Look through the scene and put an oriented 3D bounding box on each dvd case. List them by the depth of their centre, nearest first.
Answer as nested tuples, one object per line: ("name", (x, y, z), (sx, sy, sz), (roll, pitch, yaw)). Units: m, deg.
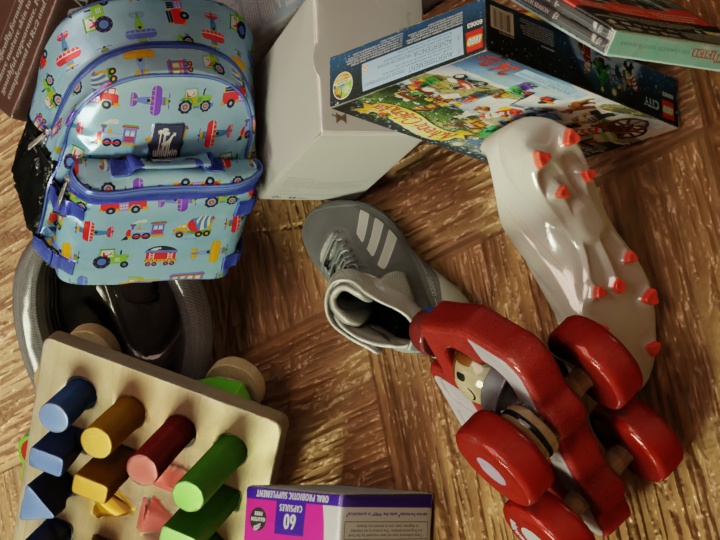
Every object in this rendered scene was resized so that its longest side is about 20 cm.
("dvd case", (0.146, -0.183, 1.347), (0.200, 0.146, 0.022), (39, 117, 40))

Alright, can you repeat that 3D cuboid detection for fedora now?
("fedora", (-0.190, 0.030, 1.662), (0.177, 0.090, 0.200), (1, 112, 21))

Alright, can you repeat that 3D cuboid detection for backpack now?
("backpack", (-0.156, -0.102, 1.510), (0.200, 0.182, 0.135), (112, 149, -41))

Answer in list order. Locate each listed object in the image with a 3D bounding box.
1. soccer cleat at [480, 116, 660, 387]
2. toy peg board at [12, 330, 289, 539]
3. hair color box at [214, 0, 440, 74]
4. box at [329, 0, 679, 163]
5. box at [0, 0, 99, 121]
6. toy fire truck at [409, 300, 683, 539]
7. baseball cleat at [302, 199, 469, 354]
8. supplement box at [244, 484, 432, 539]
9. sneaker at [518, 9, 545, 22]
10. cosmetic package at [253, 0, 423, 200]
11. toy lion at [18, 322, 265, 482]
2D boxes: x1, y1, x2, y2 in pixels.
("soccer cleat", (0.141, -0.010, 1.353), (0.078, 0.069, 0.200), (0, 115, 60))
("toy peg board", (-0.178, 0.179, 1.530), (0.199, 0.098, 0.200), (19, 116, 13))
("hair color box", (-0.028, -0.207, 1.552), (0.200, 0.099, 0.061), (-29, 64, 38))
("box", (0.097, -0.117, 1.346), (0.137, 0.200, 0.038), (-17, 67, 42))
("box", (-0.220, -0.214, 1.670), (0.164, 0.200, 0.166), (38, 111, 40))
("toy fire truck", (0.102, 0.093, 1.325), (0.112, 0.200, 0.168), (-46, 43, -15))
("baseball cleat", (0.000, 0.000, 1.491), (0.200, 0.106, 0.070), (35, 113, 44))
("supplement box", (-0.020, 0.259, 1.479), (0.101, 0.103, 0.200), (-2, 85, 43))
("sneaker", (0.098, -0.159, 1.439), (0.200, 0.077, 0.073), (-5, 82, 45))
("cosmetic package", (-0.019, -0.123, 1.481), (0.200, 0.085, 0.108), (148, 121, -71))
("toy lion", (-0.180, 0.148, 1.626), (0.200, 0.069, 0.192), (12, 122, 15))
